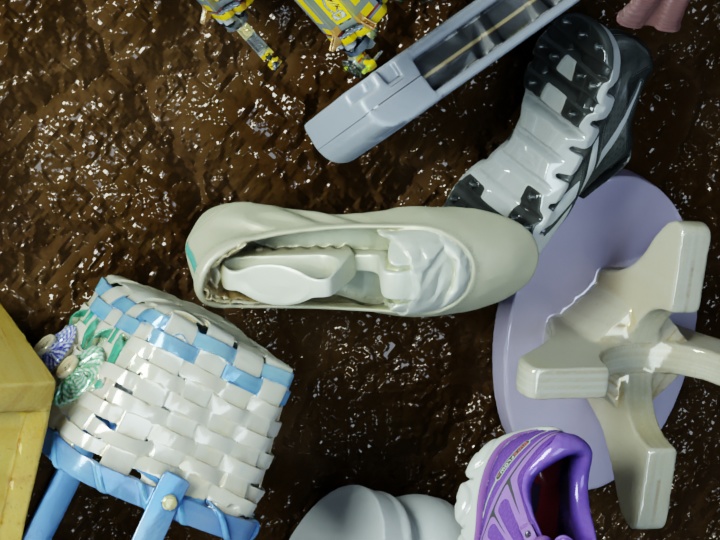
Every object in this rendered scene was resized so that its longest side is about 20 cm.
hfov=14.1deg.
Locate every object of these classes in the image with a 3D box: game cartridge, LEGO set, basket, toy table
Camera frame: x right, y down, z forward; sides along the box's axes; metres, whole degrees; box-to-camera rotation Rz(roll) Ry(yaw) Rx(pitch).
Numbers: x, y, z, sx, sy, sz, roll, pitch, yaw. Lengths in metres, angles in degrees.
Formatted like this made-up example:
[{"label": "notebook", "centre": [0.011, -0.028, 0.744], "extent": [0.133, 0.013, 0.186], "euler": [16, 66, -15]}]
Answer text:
[{"label": "game cartridge", "centre": [0.064, -0.129, 1.616], "extent": [0.200, 0.133, 0.040], "euler": [-36, 96, -16]}, {"label": "LEGO set", "centre": [0.005, -0.160, 1.565], "extent": [0.116, 0.200, 0.154], "euler": [47, 67, -29]}, {"label": "basket", "centre": [-0.132, 0.111, 1.609], "extent": [0.139, 0.176, 0.200], "euler": [21, 91, -24]}, {"label": "toy table", "centre": [0.161, 0.050, 1.730], "extent": [0.184, 0.117, 0.200], "euler": [-11, 111, -18]}]

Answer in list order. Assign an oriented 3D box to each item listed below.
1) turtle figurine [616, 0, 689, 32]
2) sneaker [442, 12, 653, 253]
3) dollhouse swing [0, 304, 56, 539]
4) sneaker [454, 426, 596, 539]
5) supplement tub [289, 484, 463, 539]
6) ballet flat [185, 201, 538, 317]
[{"label": "turtle figurine", "centre": [0.158, -0.223, 1.480], "extent": [0.200, 0.144, 0.194], "euler": [-44, 164, 25]}, {"label": "sneaker", "centre": [0.113, -0.059, 1.697], "extent": [0.090, 0.066, 0.200], "euler": [-5, 130, -51]}, {"label": "dollhouse swing", "centre": [-0.275, 0.125, 1.544], "extent": [0.176, 0.182, 0.200], "euler": [7, 107, -24]}, {"label": "sneaker", "centre": [0.090, 0.181, 1.623], "extent": [0.081, 0.083, 0.200], "euler": [16, 70, -30]}, {"label": "supplement tub", "centre": [0.058, 0.218, 1.732], "extent": [0.200, 0.145, 0.145], "euler": [25, 98, -27]}, {"label": "ballet flat", "centre": [0.000, 0.000, 1.639], "extent": [0.200, 0.069, 0.070], "euler": [1, 110, 4]}]
